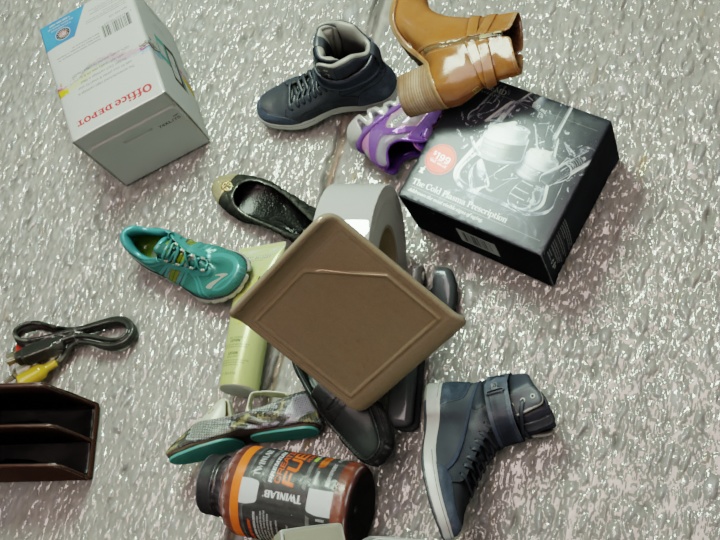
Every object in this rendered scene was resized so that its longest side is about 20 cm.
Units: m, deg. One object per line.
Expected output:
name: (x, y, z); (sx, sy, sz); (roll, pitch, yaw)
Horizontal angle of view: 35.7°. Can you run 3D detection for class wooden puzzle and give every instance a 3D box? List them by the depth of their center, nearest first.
wooden puzzle: (-0.015, 0.046, 1.202); (0.185, 0.199, 0.037); (-44, 18, 33)

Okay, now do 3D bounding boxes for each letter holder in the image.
letter holder: (-0.458, 0.207, 1.424); (0.198, 0.142, 0.102); (-5, 69, 17)

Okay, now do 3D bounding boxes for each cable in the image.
cable: (-0.395, 0.099, 1.513); (0.198, 0.051, 0.098); (-17, 48, -1)

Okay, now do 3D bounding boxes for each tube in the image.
tube: (-0.141, 0.058, 1.424); (0.057, 0.052, 0.202); (11, 67, -7)

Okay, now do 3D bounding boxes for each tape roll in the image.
tape roll: (0.000, 0.000, 1.309); (0.070, 0.203, 0.205); (1, 71, 15)

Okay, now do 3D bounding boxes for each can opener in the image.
can opener: (0.075, 0.090, 1.333); (0.066, 0.053, 0.202); (0, 72, 20)

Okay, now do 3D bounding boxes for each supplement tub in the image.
supplement tub: (-0.090, 0.262, 1.296); (0.198, 0.107, 0.108); (5, 72, 20)

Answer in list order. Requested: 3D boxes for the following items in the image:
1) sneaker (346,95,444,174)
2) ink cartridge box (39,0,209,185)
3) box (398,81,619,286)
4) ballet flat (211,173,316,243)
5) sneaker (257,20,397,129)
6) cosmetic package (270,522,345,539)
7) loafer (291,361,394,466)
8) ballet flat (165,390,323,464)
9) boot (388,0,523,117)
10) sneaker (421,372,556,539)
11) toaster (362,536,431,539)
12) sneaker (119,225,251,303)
sneaker: (0.082, -0.193, 1.420); (0.199, 0.080, 0.089); (-36, 57, 10)
ink cartridge box: (-0.325, -0.255, 1.548); (0.146, 0.146, 0.201); (-26, 64, 8)
box: (0.179, -0.113, 1.344); (0.199, 0.104, 0.183); (24, 78, 25)
ballet flat: (-0.116, -0.085, 1.462); (0.199, 0.057, 0.067); (24, 79, 25)
sneaker: (-0.062, -0.253, 1.450); (0.200, 0.146, 0.078); (-11, 69, 16)
cosmetic package: (-0.073, 0.350, 1.205); (0.070, 0.200, 0.106); (-1, 62, -21)
loafer: (-0.028, 0.150, 1.314); (0.068, 0.070, 0.201); (-49, 48, 14)
ballet flat: (-0.143, 0.186, 1.366); (0.198, 0.072, 0.073); (-13, 66, 8)
boot: (0.119, -0.285, 1.345); (0.153, 0.074, 0.202); (-17, 63, 26)
sneaker: (0.143, 0.196, 1.231); (0.145, 0.077, 0.204); (-9, 44, 13)
toaster: (0.071, 0.356, 1.196); (0.198, 0.114, 0.131); (0, 74, 19)
sneaker: (-0.231, -0.012, 1.456); (0.198, 0.080, 0.078); (15, 77, 29)
